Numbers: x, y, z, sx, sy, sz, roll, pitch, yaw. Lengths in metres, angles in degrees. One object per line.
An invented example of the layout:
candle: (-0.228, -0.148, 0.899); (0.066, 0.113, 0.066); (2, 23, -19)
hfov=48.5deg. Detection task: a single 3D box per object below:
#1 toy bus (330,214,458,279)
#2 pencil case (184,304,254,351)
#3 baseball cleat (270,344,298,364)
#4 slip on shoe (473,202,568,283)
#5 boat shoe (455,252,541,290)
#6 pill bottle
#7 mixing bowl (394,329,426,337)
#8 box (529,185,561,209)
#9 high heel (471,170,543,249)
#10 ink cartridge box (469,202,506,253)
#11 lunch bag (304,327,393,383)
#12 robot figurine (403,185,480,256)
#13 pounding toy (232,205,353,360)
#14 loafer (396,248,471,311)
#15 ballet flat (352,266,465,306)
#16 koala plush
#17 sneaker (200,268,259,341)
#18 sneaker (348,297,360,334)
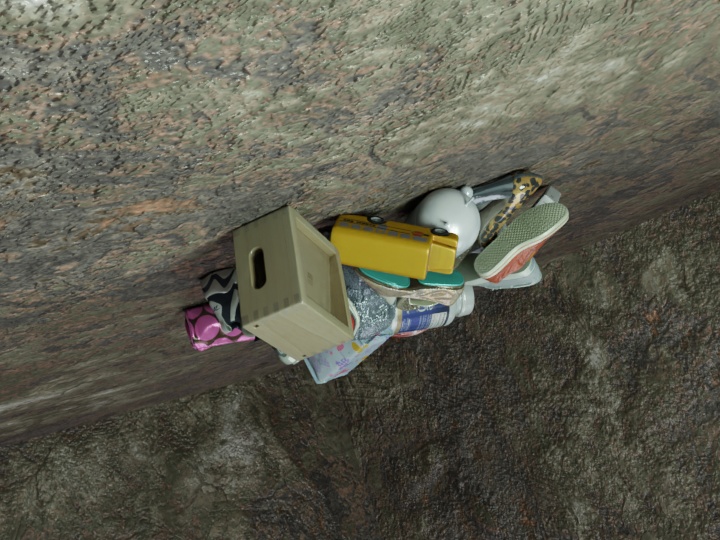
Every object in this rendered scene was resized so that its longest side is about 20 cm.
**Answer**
toy bus: (0.054, -0.037, 1.272); (0.196, 0.066, 0.079); (11, -154, 7)
pencil case: (-0.251, 0.108, 1.605); (0.196, 0.096, 0.091); (-9, 174, -10)
baseball cleat: (-0.121, 0.071, 1.366); (0.069, 0.107, 0.201); (-32, -156, 16)
slip on shoe: (0.298, -0.050, 1.466); (0.199, 0.074, 0.061); (-41, 136, 10)
boat shoe: (0.260, 0.010, 1.559); (0.198, 0.071, 0.071); (-5, 142, 43)
pill bottle: (0.129, 0.064, 1.642); (0.196, 0.113, 0.111); (-8, 168, -21)
mixing bowl: (0.088, 0.032, 1.766); (0.197, 0.202, 0.109); (-18, 140, -6)
box: (0.332, -0.081, 1.644); (0.201, 0.036, 0.144); (-51, 175, 21)
high heel: (0.279, -0.104, 1.487); (0.140, 0.072, 0.201); (-16, 146, 9)
ink cartridge box: (0.189, -0.063, 1.645); (0.197, 0.087, 0.148); (-20, 171, -7)
lunch bag: (-0.053, 0.092, 1.598); (0.126, 0.202, 0.170); (-15, 157, -50)
robot figurine: (0.138, -0.072, 1.385); (0.171, 0.112, 0.200); (-56, -177, -19)
pounding toy: (-0.112, 0.016, 1.187); (0.140, 0.203, 0.184); (-22, 149, 18)
loafer: (0.134, -0.008, 1.527); (0.200, 0.068, 0.075); (-48, 139, 7)
ballet flat: (0.077, 0.028, 1.329); (0.196, 0.069, 0.068); (10, 131, -12)
koala plush: (0.000, 0.000, 1.406); (0.174, 0.186, 0.202); (2, 142, -3)
sneaker: (-0.179, 0.057, 1.420); (0.197, 0.132, 0.079); (-10, 168, -46)
sneaker: (-0.083, 0.041, 1.331); (0.085, 0.200, 0.077); (-44, 180, -43)
